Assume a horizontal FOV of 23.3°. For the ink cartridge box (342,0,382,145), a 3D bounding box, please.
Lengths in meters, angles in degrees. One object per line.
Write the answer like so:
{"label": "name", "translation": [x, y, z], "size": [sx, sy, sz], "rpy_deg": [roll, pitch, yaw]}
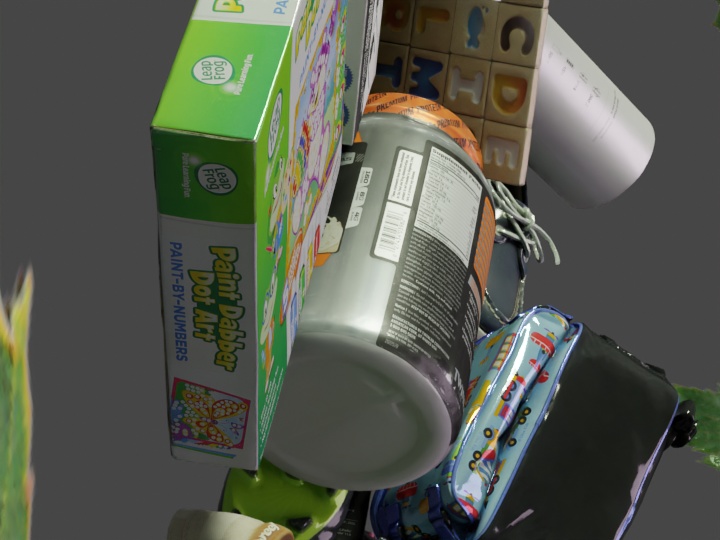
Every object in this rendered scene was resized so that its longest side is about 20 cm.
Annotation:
{"label": "ink cartridge box", "translation": [-0.008, -0.175, 0.885], "size": [0.094, 0.044, 0.201], "rpy_deg": [-76, 172, -59]}

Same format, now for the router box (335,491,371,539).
{"label": "router box", "translation": [-0.020, 0.152, 1.182], "size": [0.200, 0.051, 0.150], "rpy_deg": [102, -2, -70]}

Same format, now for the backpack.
{"label": "backpack", "translation": [0.083, 0.132, 1.063], "size": [0.183, 0.134, 0.200], "rpy_deg": [-60, -168, -25]}

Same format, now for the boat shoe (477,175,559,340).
{"label": "boat shoe", "translation": [0.089, -0.031, 1.158], "size": [0.075, 0.062, 0.200], "rpy_deg": [47, 26, -29]}

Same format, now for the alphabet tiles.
{"label": "alphabet tiles", "translation": [0.042, -0.130, 1.022], "size": [0.008, 0.167, 0.201], "rpy_deg": [-2, 104, -44]}

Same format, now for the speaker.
{"label": "speaker", "translation": [0.106, -0.126, 1.136], "size": [0.200, 0.081, 0.081], "rpy_deg": [39, 47, -33]}

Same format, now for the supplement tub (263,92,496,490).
{"label": "supplement tub", "translation": [0.006, 0.005, 0.919], "size": [0.200, 0.122, 0.123], "rpy_deg": [-76, 173, -46]}

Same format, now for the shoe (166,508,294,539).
{"label": "shoe", "translation": [-0.069, 0.198, 0.813], "size": [0.070, 0.053, 0.201], "rpy_deg": [-48, 149, -62]}

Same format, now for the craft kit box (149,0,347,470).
{"label": "craft kit box", "translation": [-0.042, -0.053, 0.747], "size": [0.198, 0.048, 0.201], "rpy_deg": [89, 10, -48]}

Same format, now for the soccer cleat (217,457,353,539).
{"label": "soccer cleat", "translation": [-0.053, 0.159, 0.925], "size": [0.081, 0.067, 0.201], "rpy_deg": [114, -6, -66]}

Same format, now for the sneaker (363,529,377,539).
{"label": "sneaker", "translation": [0.019, 0.237, 1.298], "size": [0.079, 0.095, 0.200], "rpy_deg": [61, 4, -56]}
